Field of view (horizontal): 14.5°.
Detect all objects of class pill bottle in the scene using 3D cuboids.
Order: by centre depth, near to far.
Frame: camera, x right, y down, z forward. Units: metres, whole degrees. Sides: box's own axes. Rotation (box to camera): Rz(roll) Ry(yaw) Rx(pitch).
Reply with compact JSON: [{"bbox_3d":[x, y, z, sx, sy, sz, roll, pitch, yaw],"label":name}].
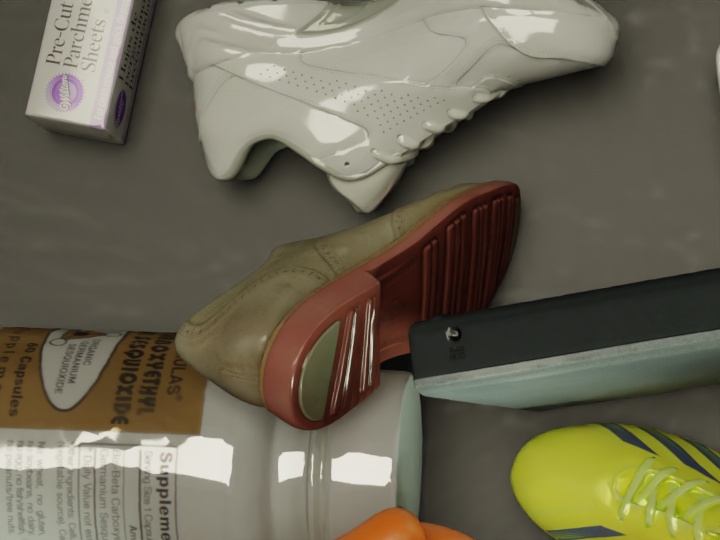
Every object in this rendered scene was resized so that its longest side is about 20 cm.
[{"bbox_3d":[-0.077,0.084,1.219,0.199,0.114,0.115,2,82,8],"label":"pill bottle"}]

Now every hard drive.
[{"bbox_3d":[0.138,0.025,1.155,0.199,0.139,0.033,-11,80,25],"label":"hard drive"}]

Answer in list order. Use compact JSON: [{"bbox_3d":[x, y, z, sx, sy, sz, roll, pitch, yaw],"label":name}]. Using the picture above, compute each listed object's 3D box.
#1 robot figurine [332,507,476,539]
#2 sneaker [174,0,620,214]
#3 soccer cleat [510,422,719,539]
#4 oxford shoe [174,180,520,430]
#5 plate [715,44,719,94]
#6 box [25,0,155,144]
[{"bbox_3d":[0.023,0.178,1.136,0.143,0.200,0.117,7,53,21],"label":"robot figurine"},{"bbox_3d":[0.019,-0.076,1.256,0.199,0.078,0.100,-5,88,17],"label":"sneaker"},{"bbox_3d":[0.157,0.113,1.195,0.200,0.084,0.065,24,86,11],"label":"soccer cleat"},{"bbox_3d":[0.000,0.000,1.196,0.075,0.200,0.071,19,117,28],"label":"oxford shoe"},{"bbox_3d":[0.265,-0.016,1.225,0.199,0.032,0.200,-8,80,7],"label":"plate"},{"bbox_3d":[-0.109,-0.160,1.296,0.041,0.039,0.201,12,84,10],"label":"box"}]
